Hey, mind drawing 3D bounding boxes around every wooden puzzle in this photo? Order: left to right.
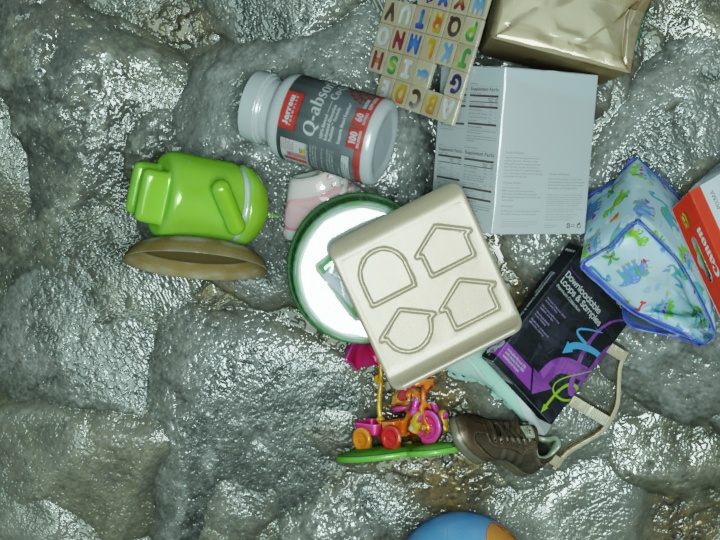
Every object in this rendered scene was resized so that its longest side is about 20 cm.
[{"bbox_3d":[0.080,0.019,1.372,0.183,0.046,0.203,-26,90,-1],"label":"wooden puzzle"}]

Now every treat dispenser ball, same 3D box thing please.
[{"bbox_3d":[0.140,0.435,1.516,0.197,0.201,0.205,1,98,5],"label":"treat dispenser ball"}]

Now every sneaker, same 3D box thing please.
[{"bbox_3d":[-0.011,-0.093,1.518,0.196,0.075,0.107,3,103,9],"label":"sneaker"},{"bbox_3d":[0.190,0.150,1.551,0.117,0.074,0.202,-10,122,41],"label":"sneaker"},{"bbox_3d":[0.196,0.221,1.484,0.075,0.199,0.071,-35,53,24],"label":"sneaker"}]

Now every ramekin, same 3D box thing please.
[{"bbox_3d":[0.000,0.000,1.437,0.196,0.098,0.204,0,94,-2],"label":"ramekin"}]

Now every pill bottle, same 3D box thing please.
[{"bbox_3d":[-0.057,-0.196,1.479,0.197,0.116,0.118,17,99,15],"label":"pill bottle"}]

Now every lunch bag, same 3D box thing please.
[{"bbox_3d":[0.385,-0.016,1.435,0.199,0.171,0.127,38,126,-14],"label":"lunch bag"}]

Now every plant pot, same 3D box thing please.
[{"bbox_3d":[-0.222,-0.018,1.494,0.196,0.200,0.028,3,79,4],"label":"plant pot"}]

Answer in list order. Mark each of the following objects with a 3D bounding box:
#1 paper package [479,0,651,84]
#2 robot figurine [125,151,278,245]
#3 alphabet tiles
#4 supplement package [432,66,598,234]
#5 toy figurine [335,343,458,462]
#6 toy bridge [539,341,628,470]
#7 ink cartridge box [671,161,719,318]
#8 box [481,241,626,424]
[{"bbox_3d":[0.254,-0.313,1.401,0.187,0.200,0.105,14,95,2],"label":"paper package"},{"bbox_3d":[-0.212,-0.093,1.487,0.197,0.175,0.118,9,101,-30],"label":"robot figurine"},{"bbox_3d":[0.082,-0.294,1.446,0.007,0.199,0.170,7,104,-40],"label":"alphabet tiles"},{"bbox_3d":[0.196,-0.157,1.429,0.149,0.150,0.204,-1,100,-29],"label":"supplement package"},{"bbox_3d":[0.046,0.159,1.514,0.198,0.149,0.188,-10,85,44],"label":"toy figurine"},{"bbox_3d":[0.323,0.196,1.555,0.066,0.027,0.202,28,100,0],"label":"toy bridge"},{"bbox_3d":[0.486,-0.048,1.429,0.047,0.199,0.162,-21,98,42],"label":"ink cartridge box"},{"bbox_3d":[0.270,0.085,1.485,0.143,0.036,0.201,44,78,-26],"label":"box"}]
